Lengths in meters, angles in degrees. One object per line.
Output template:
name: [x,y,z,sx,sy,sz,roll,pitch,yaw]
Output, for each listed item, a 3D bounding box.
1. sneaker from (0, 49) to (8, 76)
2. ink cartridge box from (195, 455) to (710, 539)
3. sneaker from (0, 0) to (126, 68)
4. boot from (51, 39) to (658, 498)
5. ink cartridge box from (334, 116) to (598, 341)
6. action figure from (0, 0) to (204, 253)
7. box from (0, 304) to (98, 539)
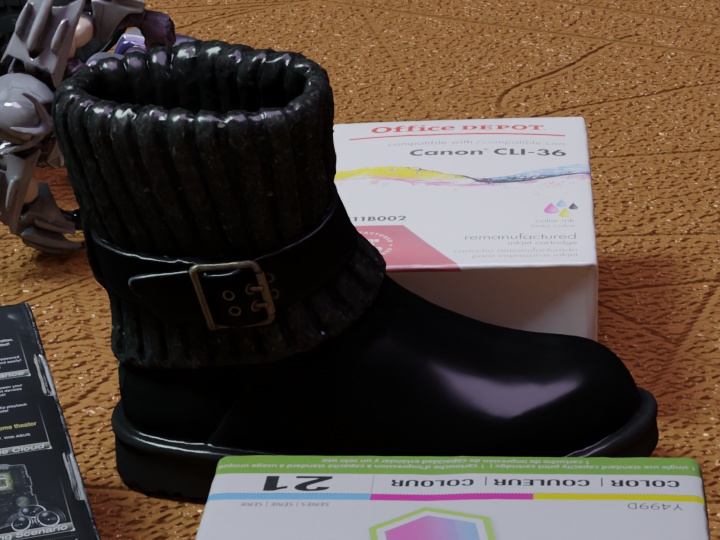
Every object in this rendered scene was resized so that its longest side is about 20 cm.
sneaker: [-0.239,-0.120,1.025,0.115,0.201,0.076,-5,38,5]
ink cartridge box: [0.022,0.127,0.556,0.147,0.076,0.200,-1,22,5]
sneaker: [-0.186,-0.133,1.145,0.199,0.076,0.087,-9,8,38]
boot: [-0.001,0.001,0.749,0.210,0.159,0.079,0,23,7]
ink cartridge box: [0.039,-0.013,0.895,0.116,0.068,0.200,-1,23,4]
action figure: [-0.124,-0.078,1.001,0.069,0.130,0.200,32,15,6]
box: [-0.190,0.082,0.681,0.199,0.044,0.160,-9,32,-15]
